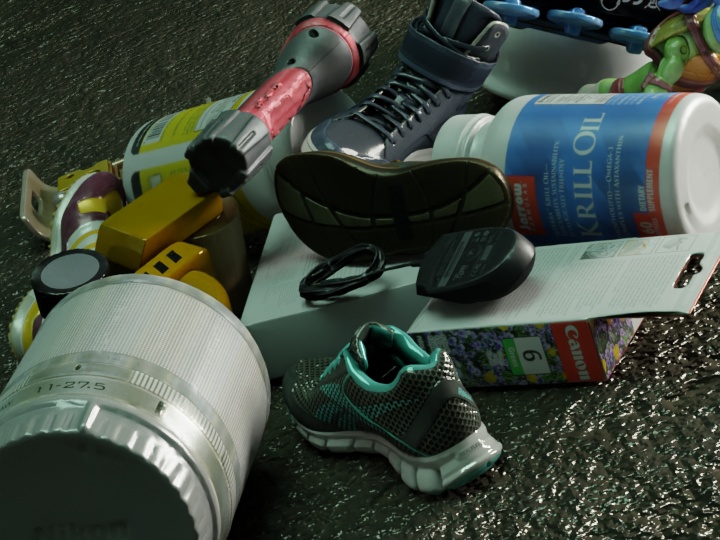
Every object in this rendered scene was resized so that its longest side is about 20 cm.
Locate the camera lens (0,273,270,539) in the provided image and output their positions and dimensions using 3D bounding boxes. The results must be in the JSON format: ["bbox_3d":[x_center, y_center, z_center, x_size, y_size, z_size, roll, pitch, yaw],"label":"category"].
[{"bbox_3d":[-0.146,0.108,1.184,0.159,0.161,0.200,-14,24,15],"label":"camera lens"}]

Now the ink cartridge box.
[{"bbox_3d":[0.141,0.027,1.267,0.199,0.051,0.109,-5,27,31],"label":"ink cartridge box"}]

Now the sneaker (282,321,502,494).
[{"bbox_3d":[0.011,0.070,1.226,0.077,0.092,0.200,-32,25,-28],"label":"sneaker"}]

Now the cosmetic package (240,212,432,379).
[{"bbox_3d":[0.000,0.000,1.441,0.150,0.052,0.200,-16,23,13],"label":"cosmetic package"}]

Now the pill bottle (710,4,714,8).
[{"bbox_3d":[0.376,-0.219,1.534,0.199,0.114,0.114,-3,28,36],"label":"pill bottle"}]

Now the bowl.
[{"bbox_3d":[0.179,-0.238,1.694,0.200,0.091,0.202,-6,42,5],"label":"bowl"}]

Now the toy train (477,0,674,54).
[{"bbox_3d":[0.169,-0.227,1.566,0.199,0.087,0.114,11,2,-9],"label":"toy train"}]

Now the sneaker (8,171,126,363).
[{"bbox_3d":[-0.207,0.001,1.560,0.090,0.075,0.201,-5,50,25],"label":"sneaker"}]

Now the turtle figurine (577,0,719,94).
[{"bbox_3d":[0.257,-0.116,1.459,0.144,0.200,0.194,-53,12,-16],"label":"turtle figurine"}]

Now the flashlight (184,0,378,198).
[{"bbox_3d":[-0.057,-0.131,1.459,0.068,0.068,0.200,11,38,23],"label":"flashlight"}]

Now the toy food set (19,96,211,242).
[{"bbox_3d":[-0.228,-0.103,1.851,0.199,0.061,0.144,-20,23,-1],"label":"toy food set"}]

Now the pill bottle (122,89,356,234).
[{"bbox_3d":[-0.094,-0.088,1.605,0.199,0.115,0.114,-10,24,43],"label":"pill bottle"}]

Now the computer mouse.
[{"bbox_3d":[0.038,0.006,1.305,0.199,0.034,0.059,-5,44,44],"label":"computer mouse"}]

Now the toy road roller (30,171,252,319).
[{"bbox_3d":[-0.128,0.032,1.402,0.145,0.123,0.200,17,41,34],"label":"toy road roller"}]

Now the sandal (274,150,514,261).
[{"bbox_3d":[0.027,-0.053,1.382,0.199,0.082,0.055,-4,11,34],"label":"sandal"}]

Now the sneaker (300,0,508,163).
[{"bbox_3d":[0.037,-0.144,1.486,0.077,0.147,0.202,36,29,15],"label":"sneaker"}]

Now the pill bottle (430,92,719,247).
[{"bbox_3d":[0.154,-0.069,1.371,0.199,0.113,0.112,1,31,34],"label":"pill bottle"}]
